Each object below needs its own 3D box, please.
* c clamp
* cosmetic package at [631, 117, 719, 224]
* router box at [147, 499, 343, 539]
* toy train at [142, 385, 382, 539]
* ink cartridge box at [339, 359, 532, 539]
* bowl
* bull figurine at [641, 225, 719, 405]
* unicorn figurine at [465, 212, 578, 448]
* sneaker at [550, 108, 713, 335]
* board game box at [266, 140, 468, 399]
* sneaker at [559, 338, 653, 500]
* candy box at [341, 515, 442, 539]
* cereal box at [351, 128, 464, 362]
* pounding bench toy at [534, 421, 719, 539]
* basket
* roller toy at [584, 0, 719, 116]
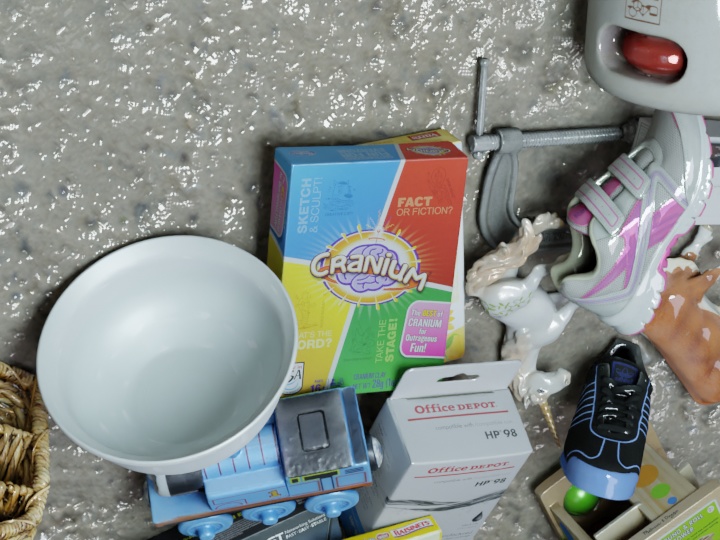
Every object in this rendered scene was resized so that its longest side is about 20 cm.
[{"bbox_3d":[0.174,-0.090,1.609,0.199,0.027,0.172,0,113,-27],"label":"c clamp"},{"bbox_3d":[0.319,-0.084,1.653,0.199,0.051,0.083,-2,116,-35],"label":"cosmetic package"},{"bbox_3d":[-0.102,0.278,1.622,0.199,0.062,0.151,-24,119,-14],"label":"router box"},{"bbox_3d":[-0.081,0.155,1.527,0.198,0.087,0.114,-10,155,-1],"label":"toy train"},{"bbox_3d":[0.064,0.160,1.593,0.115,0.067,0.200,-4,145,-24],"label":"ink cartridge box"},{"bbox_3d":[-0.142,0.079,1.459,0.200,0.202,0.091,-28,149,-12],"label":"bowl"},{"bbox_3d":[0.295,0.035,1.701,0.121,0.065,0.200,-40,124,-1],"label":"bull figurine"},{"bbox_3d":[0.153,0.035,1.634,0.137,0.074,0.200,-42,122,7],"label":"unicorn figurine"},{"bbox_3d":[0.216,-0.048,1.532,0.088,0.081,0.201,15,102,-21],"label":"sneaker"},{"bbox_3d":[0.000,0.000,1.512,0.152,0.040,0.201,-4,114,-22],"label":"board game box"},{"bbox_3d":[0.215,0.125,1.641,0.070,0.200,0.078,13,111,2],"label":"sneaker"},{"bbox_3d":[0.015,0.300,1.628,0.102,0.026,0.201,-11,129,-19],"label":"candy box"},{"bbox_3d":[0.015,-0.008,1.563,0.143,0.040,0.201,-12,116,-20],"label":"cereal box"},{"bbox_3d":[0.225,0.253,1.713,0.199,0.156,0.125,-35,124,-8],"label":"pounding bench toy"},{"bbox_3d":[-0.329,0.146,1.405,0.199,0.143,0.150,19,104,-31],"label":"basket"},{"bbox_3d":[0.272,-0.211,1.506,0.181,0.200,0.141,0,113,-4],"label":"roller toy"}]
